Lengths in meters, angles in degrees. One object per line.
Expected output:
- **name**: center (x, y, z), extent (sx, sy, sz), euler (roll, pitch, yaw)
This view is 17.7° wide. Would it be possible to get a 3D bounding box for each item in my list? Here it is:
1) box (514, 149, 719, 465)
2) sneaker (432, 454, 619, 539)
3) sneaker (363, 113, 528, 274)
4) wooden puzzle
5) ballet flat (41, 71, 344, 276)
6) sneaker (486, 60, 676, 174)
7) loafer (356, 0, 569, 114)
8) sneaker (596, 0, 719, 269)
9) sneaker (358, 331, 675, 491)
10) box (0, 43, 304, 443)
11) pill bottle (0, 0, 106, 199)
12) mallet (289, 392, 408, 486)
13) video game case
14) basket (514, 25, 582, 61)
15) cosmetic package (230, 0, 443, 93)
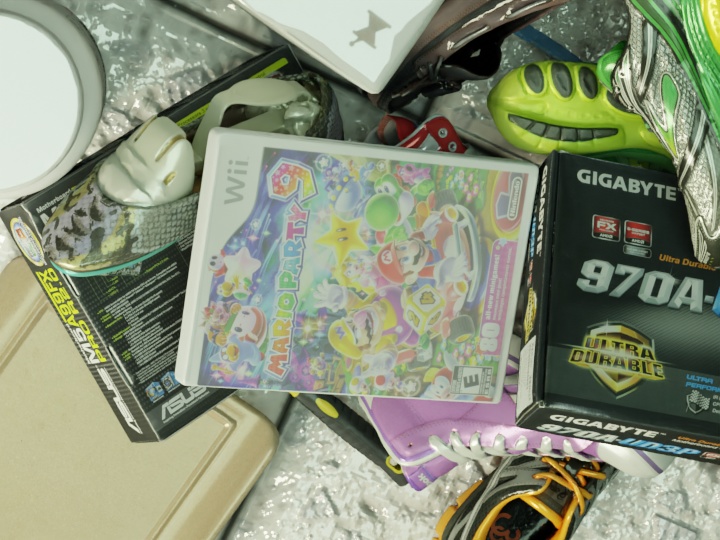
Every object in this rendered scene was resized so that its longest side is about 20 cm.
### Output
- **box**: center (0.192, 0.027, 1.334), extent (0.200, 0.046, 0.159), euler (11, 67, -11)
- **sneaker**: center (0.125, 0.125, 1.439), extent (0.078, 0.077, 0.200), euler (34, 92, -10)
- **sneaker**: center (0.076, -0.052, 1.388), extent (0.200, 0.071, 0.113), euler (-18, 96, -29)
- **wooden puzzle**: center (-0.179, 0.117, 1.418), extent (0.200, 0.037, 0.185), euler (35, 93, -7)
- **ballet flat**: center (-0.093, -0.065, 1.295), extent (0.200, 0.072, 0.072), euler (-26, 103, -30)
- **sneaker**: center (0.170, -0.092, 1.384), extent (0.200, 0.084, 0.074), euler (12, 97, -14)
- **loafer**: center (0.063, -0.135, 1.332), extent (0.072, 0.200, 0.063), euler (-33, 83, -37)
- **sneaker**: center (0.181, -0.097, 1.296), extent (0.085, 0.078, 0.200), euler (-10, 102, 16)
- **sneaker**: center (0.087, 0.099, 1.392), extent (0.200, 0.073, 0.114), euler (29, 86, 32)
- **box**: center (-0.087, -0.017, 1.360), extent (0.200, 0.044, 0.160), euler (-35, 100, -26)
- **pill bottle**: center (-0.200, -0.099, 1.289), extent (0.113, 0.200, 0.114), euler (-1, 97, -5)
- **mallet**: center (-0.036, 0.059, 1.429), extent (0.200, 0.041, 0.066), euler (32, 90, -17)
- **video game case**: center (0.000, 0.000, 1.307), extent (0.200, 0.018, 0.144), euler (5, 100, -25)
- **basket**: center (0.160, -0.202, 1.362), extent (0.176, 0.139, 0.200), euler (27, 128, -21)
- **cosmetic package**: center (-0.022, -0.217, 1.297), extent (0.165, 0.200, 0.165), euler (35, 93, -12)
